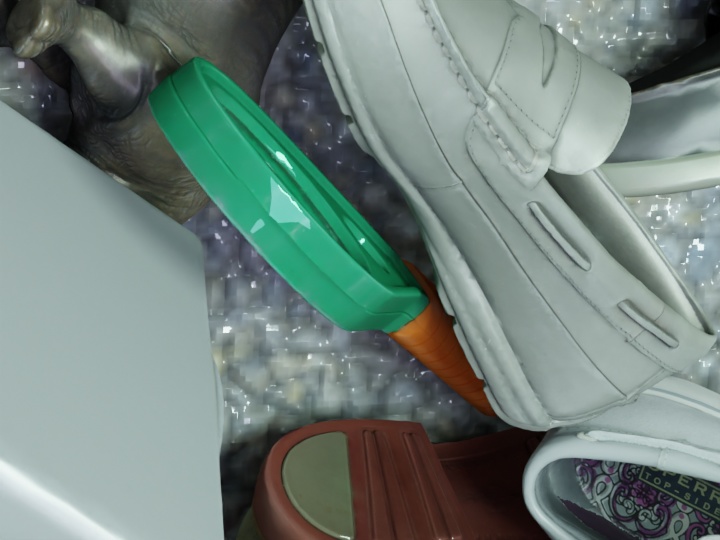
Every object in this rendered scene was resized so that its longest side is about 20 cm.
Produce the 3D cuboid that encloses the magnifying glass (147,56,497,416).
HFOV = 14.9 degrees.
[{"bbox_3d":[0.000,0.000,0.765,0.022,0.080,0.200,-41,148,7],"label":"magnifying glass"}]

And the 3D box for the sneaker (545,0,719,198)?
[{"bbox_3d":[0.127,-0.091,0.824,0.199,0.075,0.107,-19,98,-12],"label":"sneaker"}]

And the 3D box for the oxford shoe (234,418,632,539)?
[{"bbox_3d":[0.048,0.092,0.858,0.199,0.071,0.075,9,131,-25],"label":"oxford shoe"}]

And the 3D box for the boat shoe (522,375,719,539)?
[{"bbox_3d":[0.138,0.087,0.770,0.200,0.068,0.072,29,116,18],"label":"boat shoe"}]

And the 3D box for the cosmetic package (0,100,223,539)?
[{"bbox_3d":[-0.159,0.036,0.674,0.200,0.165,0.165,36,112,-23],"label":"cosmetic package"}]

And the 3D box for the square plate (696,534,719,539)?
[{"bbox_3d":[0.184,0.157,0.752,0.197,0.028,0.200,7,135,12],"label":"square plate"}]

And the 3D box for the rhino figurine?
[{"bbox_3d":[-0.063,-0.058,0.762,0.087,0.060,0.200,19,102,-33],"label":"rhino figurine"}]

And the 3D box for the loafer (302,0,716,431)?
[{"bbox_3d":[0.037,-0.043,0.741,0.070,0.070,0.200,-19,126,14],"label":"loafer"}]
